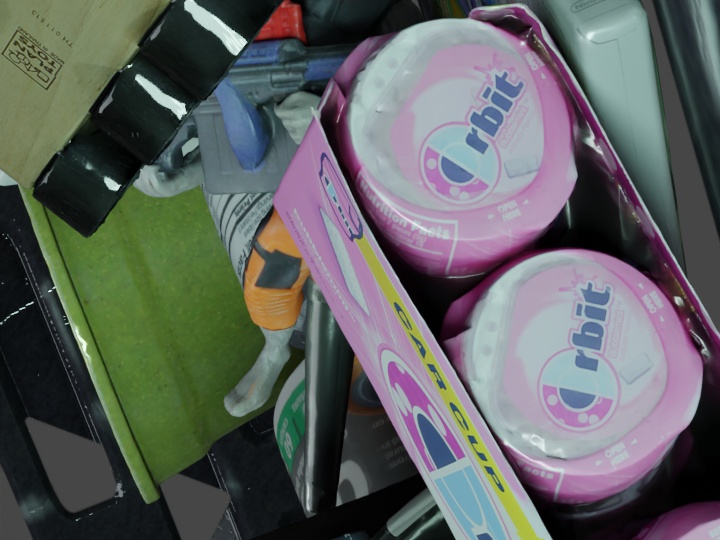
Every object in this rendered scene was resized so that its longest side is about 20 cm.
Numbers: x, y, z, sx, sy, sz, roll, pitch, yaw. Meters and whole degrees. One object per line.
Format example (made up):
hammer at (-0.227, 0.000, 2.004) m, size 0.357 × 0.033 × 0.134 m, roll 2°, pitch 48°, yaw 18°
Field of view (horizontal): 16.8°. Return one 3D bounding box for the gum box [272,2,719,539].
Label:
gum box at (0.051, 0.033, 0.633) m, size 0.201 × 0.066 × 0.114 m, roll 61°, pitch 170°, yaw 4°

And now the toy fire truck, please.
toy fire truck at (-0.062, -0.141, 0.748) m, size 0.128 × 0.200 × 0.176 m, roll 38°, pitch 151°, yaw -6°

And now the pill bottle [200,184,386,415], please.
pill bottle at (-0.014, -0.040, 1.039) m, size 0.106 × 0.106 × 0.201 m, roll 78°, pitch 170°, yaw -63°

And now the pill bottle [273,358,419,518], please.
pill bottle at (0.043, 0.123, 1.052) m, size 0.113 × 0.112 × 0.201 m, roll 75°, pitch 172°, yaw -52°

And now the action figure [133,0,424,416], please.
action figure at (-0.029, -0.044, 0.875) m, size 0.199 × 0.104 × 0.195 m, roll 8°, pitch 120°, yaw 35°

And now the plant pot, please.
plant pot at (-0.062, -0.008, 1.255) m, size 0.200 × 0.183 × 0.202 m, roll 158°, pitch 90°, yaw -85°

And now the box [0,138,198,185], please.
box at (-0.090, -0.155, 0.939) m, size 0.153 × 0.106 × 0.200 m, roll 67°, pitch 147°, yaw 28°

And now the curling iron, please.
curling iron at (0.000, 0.000, 0.946) m, size 0.026 × 0.049 × 0.202 m, roll -97°, pitch 17°, yaw -78°

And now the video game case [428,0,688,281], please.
video game case at (0.053, -0.054, 0.720) m, size 0.201 × 0.022 × 0.183 m, roll 73°, pitch 174°, yaw -46°

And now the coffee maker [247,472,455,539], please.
coffee maker at (0.021, 0.139, 0.849) m, size 0.192 × 0.199 × 0.136 m, roll 135°, pitch 115°, yaw -85°
